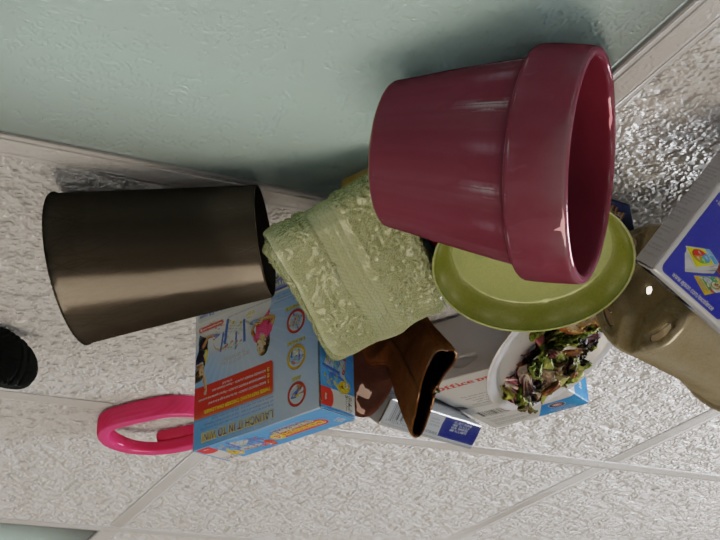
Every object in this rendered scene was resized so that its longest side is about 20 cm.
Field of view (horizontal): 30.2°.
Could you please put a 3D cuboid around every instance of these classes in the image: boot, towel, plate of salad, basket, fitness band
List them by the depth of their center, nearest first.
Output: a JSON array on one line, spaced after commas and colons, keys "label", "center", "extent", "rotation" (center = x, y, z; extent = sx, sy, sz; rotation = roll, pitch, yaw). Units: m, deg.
[{"label": "towel", "center": [0.000, 0.000, 1.316], "extent": [0.148, 0.037, 0.200], "rotation": [-30, 132, -1]}, {"label": "basket", "center": [-0.191, -0.014, 1.320], "extent": [0.199, 0.137, 0.181], "rotation": [-8, 143, 3]}, {"label": "boot", "center": [0.045, 0.123, 1.467], "extent": [0.068, 0.200, 0.189], "rotation": [17, 111, -24]}, {"label": "plate of salad", "center": [0.235, 0.097, 1.554], "extent": [0.199, 0.048, 0.201], "rotation": [-23, 141, -20]}, {"label": "boot", "center": [-0.516, 0.116, 1.635], "extent": [0.198, 0.074, 0.162], "rotation": [23, 144, -29]}, {"label": "fitness band", "center": [-0.287, 0.226, 1.929], "extent": [0.199, 0.038, 0.144], "rotation": [-16, 152, 24]}]

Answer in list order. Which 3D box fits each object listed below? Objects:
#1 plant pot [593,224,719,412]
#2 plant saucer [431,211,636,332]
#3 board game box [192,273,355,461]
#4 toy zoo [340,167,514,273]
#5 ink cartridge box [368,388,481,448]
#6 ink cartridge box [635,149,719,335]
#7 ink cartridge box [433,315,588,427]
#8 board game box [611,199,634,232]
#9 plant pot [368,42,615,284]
[{"label": "plant pot", "center": [0.347, 0.037, 1.375], "extent": [0.183, 0.202, 0.200], "rotation": [15, 150, -37]}, {"label": "plant saucer", "center": [0.169, -0.015, 1.314], "extent": [0.199, 0.031, 0.201], "rotation": [0, 137, 0]}, {"label": "board game box", "center": [-0.098, 0.089, 1.466], "extent": [0.199, 0.197, 0.056], "rotation": [-22, 149, 37]}, {"label": "toy zoo", "center": [0.068, -0.055, 1.326], "extent": [0.131, 0.021, 0.200], "rotation": [-13, 136, 28]}, {"label": "ink cartridge box", "center": [0.028, 0.153, 1.708], "extent": [0.200, 0.041, 0.199], "rotation": [30, -174, 42]}, {"label": "ink cartridge box", "center": [0.384, -0.031, 1.248], "extent": [0.197, 0.200, 0.047], "rotation": [37, -179, -27]}, {"label": "ink cartridge box", "center": [0.179, 0.123, 1.690], "extent": [0.145, 0.085, 0.200], "rotation": [-18, 150, 29]}, {"label": "board game box", "center": [0.173, -0.022, 1.410], "extent": [0.135, 0.035, 0.200], "rotation": [14, 145, -26]}, {"label": "plant pot", "center": [0.111, -0.094, 1.125], "extent": [0.178, 0.201, 0.200], "rotation": [6, 159, 21]}]
